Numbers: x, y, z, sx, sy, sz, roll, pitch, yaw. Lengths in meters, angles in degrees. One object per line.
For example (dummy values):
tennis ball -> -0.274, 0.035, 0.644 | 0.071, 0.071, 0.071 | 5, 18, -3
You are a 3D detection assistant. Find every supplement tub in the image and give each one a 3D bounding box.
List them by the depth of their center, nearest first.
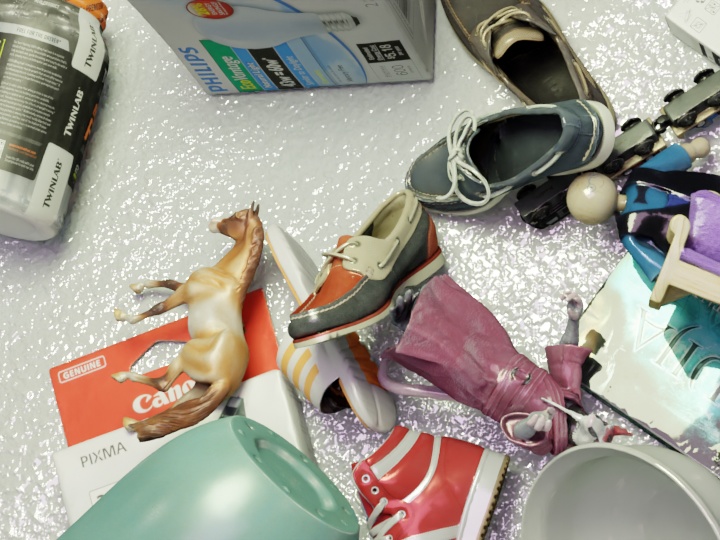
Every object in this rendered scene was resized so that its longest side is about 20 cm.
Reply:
supplement tub -> -0.280, -0.136, 1.814 | 0.122, 0.123, 0.201 | 11, 77, 19

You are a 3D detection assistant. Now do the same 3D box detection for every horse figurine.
horse figurine -> -0.131, 0.051, 1.722 | 0.132, 0.050, 0.201 | -15, 51, 20

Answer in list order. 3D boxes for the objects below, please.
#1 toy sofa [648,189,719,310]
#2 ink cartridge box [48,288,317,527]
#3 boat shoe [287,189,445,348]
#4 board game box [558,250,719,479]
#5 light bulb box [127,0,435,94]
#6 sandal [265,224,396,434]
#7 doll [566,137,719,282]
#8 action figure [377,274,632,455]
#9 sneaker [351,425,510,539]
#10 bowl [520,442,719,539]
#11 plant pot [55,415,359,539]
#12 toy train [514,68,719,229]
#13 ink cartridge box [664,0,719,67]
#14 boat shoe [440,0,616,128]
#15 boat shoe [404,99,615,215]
toy sofa -> 0.309, 0.013, 1.564 | 0.199, 0.083, 0.098 | 22, 89, 8
ink cartridge box -> -0.147, 0.119, 1.738 | 0.199, 0.044, 0.174 | -21, 70, 9
boat shoe -> 0.000, 0.000, 1.655 | 0.071, 0.200, 0.063 | -10, 107, 34
board game box -> 0.258, 0.071, 1.642 | 0.200, 0.028, 0.135 | 34, 84, 23
light bulb box -> -0.059, -0.237, 1.740 | 0.199, 0.198, 0.125 | -3, 71, 16
sandal -> -0.038, 0.056, 1.712 | 0.059, 0.079, 0.207 | -36, 55, 10
doll -> 0.254, -0.045, 1.650 | 0.199, 0.049, 0.137 | 6, 59, 6
action figure -> 0.104, 0.091, 1.620 | 0.200, 0.149, 0.134 | 36, 45, 9
sneaker -> 0.027, 0.212, 1.632 | 0.112, 0.071, 0.201 | 20, 71, 6
bowl -> 0.215, 0.205, 1.557 | 0.201, 0.090, 0.202 | 21, 120, 43
plant pot -> -0.098, 0.204, 1.595 | 0.201, 0.200, 0.161 | 44, 100, 23
toy train -> 0.209, -0.093, 1.699 | 0.200, 0.046, 0.034 | -33, 60, 7
ink cartridge box -> 0.341, -0.173, 1.690 | 0.200, 0.039, 0.100 | 40, 87, 25
boat shoe -> 0.129, -0.178, 1.734 | 0.074, 0.073, 0.200 | -41, 67, 1
boat shoe -> 0.101, -0.086, 1.679 | 0.200, 0.062, 0.075 | -9, 80, 45
